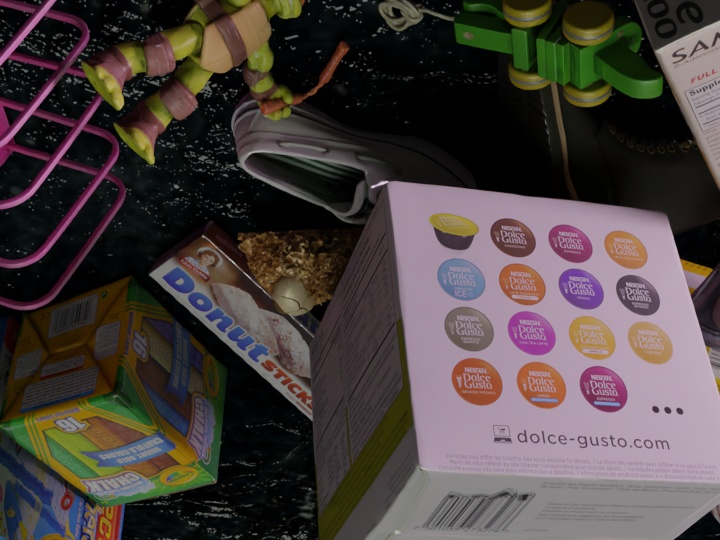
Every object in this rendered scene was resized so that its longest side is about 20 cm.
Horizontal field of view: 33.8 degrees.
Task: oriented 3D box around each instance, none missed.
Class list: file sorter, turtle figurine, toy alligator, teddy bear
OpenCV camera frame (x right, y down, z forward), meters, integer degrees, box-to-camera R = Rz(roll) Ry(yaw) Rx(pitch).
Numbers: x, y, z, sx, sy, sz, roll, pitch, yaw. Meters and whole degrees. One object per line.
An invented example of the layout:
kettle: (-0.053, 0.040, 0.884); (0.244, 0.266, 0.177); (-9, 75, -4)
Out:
file sorter: (-0.238, -0.092, 0.747); (0.125, 0.139, 0.201); (17, 143, 15)
turtle figurine: (-0.093, -0.150, 0.740); (0.161, 0.064, 0.200); (-37, 155, -13)
toy alligator: (0.106, -0.154, 0.743); (0.199, 0.054, 0.060); (24, 146, 30)
teddy bear: (0.000, 0.000, 0.892); (0.198, 0.067, 0.145); (-2, 179, 15)

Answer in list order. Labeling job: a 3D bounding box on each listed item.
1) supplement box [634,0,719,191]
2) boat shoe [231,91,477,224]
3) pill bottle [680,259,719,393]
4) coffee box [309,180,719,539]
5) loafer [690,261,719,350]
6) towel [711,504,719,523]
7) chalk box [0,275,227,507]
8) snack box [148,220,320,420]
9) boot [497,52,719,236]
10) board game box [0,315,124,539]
supplement box: (0.234, -0.123, 0.744); (0.073, 0.127, 0.200); (-23, 134, 19)
boat shoe: (-0.004, -0.063, 0.865); (0.199, 0.067, 0.074); (17, 138, -19)
pill bottle: (0.227, 0.044, 0.915); (0.199, 0.113, 0.113); (19, 145, 21)
coffee box: (0.088, 0.086, 0.769); (0.198, 0.199, 0.200); (6, 144, -15)
loafer: (0.285, -0.035, 0.832); (0.063, 0.201, 0.072); (23, 169, 29)
towel: (0.274, 0.134, 1.007); (0.030, 0.200, 0.147); (-32, 136, -1)
chalk box: (-0.199, 0.122, 1.042); (0.124, 0.124, 0.200); (-18, 137, 20)
snack box: (-0.080, 0.046, 0.990); (0.072, 0.024, 0.200); (-32, 115, 33)
boot: (0.182, -0.096, 0.841); (0.138, 0.078, 0.201); (-24, 123, -8)
board game box: (-0.287, 0.177, 1.049); (0.056, 0.201, 0.196); (-18, 137, 19)
